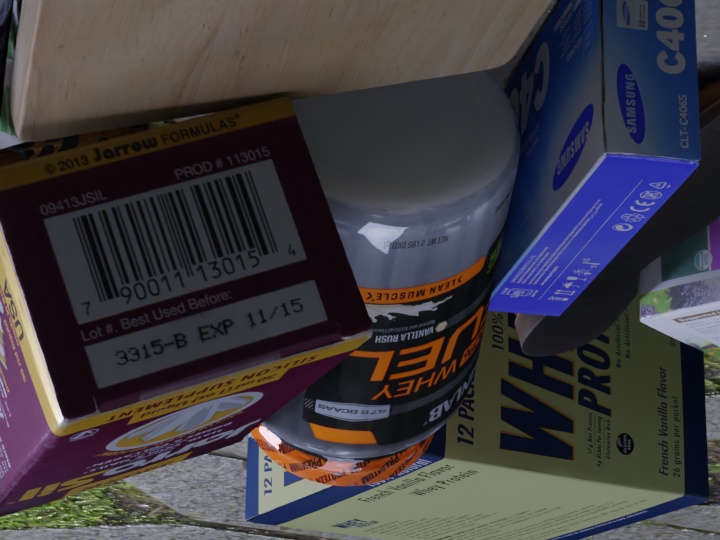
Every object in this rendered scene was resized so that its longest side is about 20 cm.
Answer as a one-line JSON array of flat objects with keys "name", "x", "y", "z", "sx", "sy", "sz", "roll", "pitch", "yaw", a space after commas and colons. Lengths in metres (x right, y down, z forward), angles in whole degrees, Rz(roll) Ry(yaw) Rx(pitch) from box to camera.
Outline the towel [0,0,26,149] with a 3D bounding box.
[{"name": "towel", "x": -0.215, "y": -0.099, "z": 0.938, "sx": 0.152, "sy": 0.024, "sz": 0.200, "roll": 2, "pitch": 161, "yaw": -3}]

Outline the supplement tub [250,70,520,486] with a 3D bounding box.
[{"name": "supplement tub", "x": 0.000, "y": 0.000, "z": 0.971, "sx": 0.122, "sy": 0.123, "sz": 0.201, "roll": 2, "pitch": 138, "yaw": -5}]

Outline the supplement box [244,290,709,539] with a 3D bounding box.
[{"name": "supplement box", "x": 0.063, "y": 0.076, "z": 1.254, "sx": 0.199, "sy": 0.135, "sz": 0.200, "roll": 11, "pitch": 158, "yaw": -28}]

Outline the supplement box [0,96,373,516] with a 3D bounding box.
[{"name": "supplement box", "x": -0.096, "y": 0.021, "z": 0.877, "sx": 0.130, "sy": 0.104, "sz": 0.200, "roll": -17, "pitch": 170, "yaw": -21}]

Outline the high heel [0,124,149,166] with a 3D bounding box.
[{"name": "high heel", "x": -0.204, "y": -0.039, "z": 0.962, "sx": 0.200, "sy": 0.072, "sz": 0.143, "roll": -35, "pitch": 130, "yaw": 7}]

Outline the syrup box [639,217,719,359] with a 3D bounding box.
[{"name": "syrup box", "x": 0.230, "y": 0.007, "z": 1.139, "sx": 0.081, "sy": 0.079, "sz": 0.200, "roll": -14, "pitch": 156, "yaw": 37}]

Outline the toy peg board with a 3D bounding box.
[{"name": "toy peg board", "x": -0.026, "y": -0.139, "z": 0.749, "sx": 0.198, "sy": 0.098, "sz": 0.200, "roll": -11, "pitch": 165, "yaw": -16}]

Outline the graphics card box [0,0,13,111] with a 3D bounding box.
[{"name": "graphics card box", "x": -0.194, "y": -0.097, "z": 0.800, "sx": 0.125, "sy": 0.051, "sz": 0.200, "roll": 28, "pitch": 152, "yaw": 3}]

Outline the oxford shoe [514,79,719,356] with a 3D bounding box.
[{"name": "oxford shoe", "x": 0.125, "y": -0.038, "z": 1.044, "sx": 0.071, "sy": 0.072, "sz": 0.200, "roll": 1, "pitch": 147, "yaw": -35}]

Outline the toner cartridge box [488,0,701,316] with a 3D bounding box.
[{"name": "toner cartridge box", "x": 0.095, "y": -0.055, "z": 0.943, "sx": 0.043, "sy": 0.096, "sz": 0.200, "roll": 4, "pitch": 160, "yaw": -11}]
